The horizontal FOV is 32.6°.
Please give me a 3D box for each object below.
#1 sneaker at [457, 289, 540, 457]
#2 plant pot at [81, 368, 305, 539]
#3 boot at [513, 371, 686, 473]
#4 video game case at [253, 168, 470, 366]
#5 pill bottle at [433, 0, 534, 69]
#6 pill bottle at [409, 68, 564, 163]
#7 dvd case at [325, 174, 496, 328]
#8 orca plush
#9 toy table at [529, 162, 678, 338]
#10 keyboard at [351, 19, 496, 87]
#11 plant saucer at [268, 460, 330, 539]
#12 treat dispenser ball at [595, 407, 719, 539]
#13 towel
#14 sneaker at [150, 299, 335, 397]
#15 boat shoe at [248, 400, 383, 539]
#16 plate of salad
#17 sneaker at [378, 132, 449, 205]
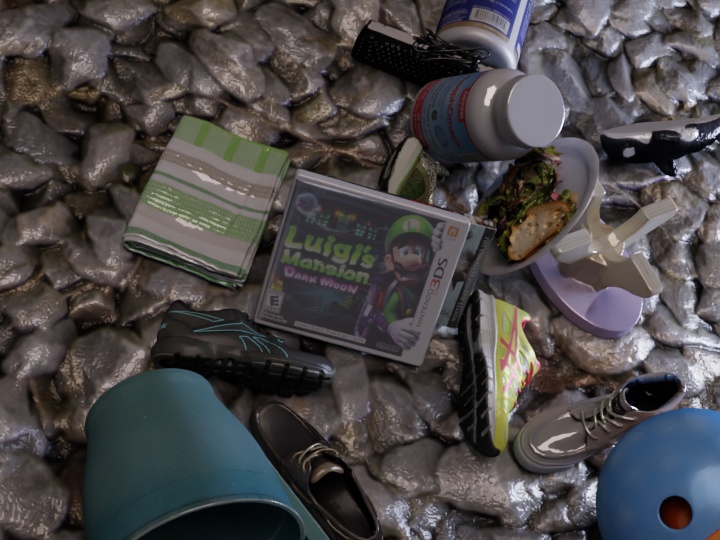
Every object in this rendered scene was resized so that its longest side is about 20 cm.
[{"bbox_3d":[0.163,0.116,1.387,0.090,0.078,0.201,14,59,-16],"label":"sneaker"},{"bbox_3d":[-0.178,0.206,1.177,0.199,0.201,0.188,-10,48,-21],"label":"plant pot"},{"bbox_3d":[0.269,0.161,1.377,0.199,0.096,0.074,-18,66,-25],"label":"boot"},{"bbox_3d":[0.000,0.000,1.359,0.199,0.183,0.023,15,20,-7],"label":"video game case"},{"bbox_3d":[0.167,-0.339,1.633,0.115,0.116,0.201,22,56,-3],"label":"pill bottle"},{"bbox_3d":[0.151,-0.184,1.475,0.108,0.200,0.109,-1,93,-28],"label":"pill bottle"},{"bbox_3d":[0.037,-0.018,1.392,0.199,0.146,0.022,15,32,-9],"label":"dvd case"},{"bbox_3d":[0.414,-0.164,1.648,0.199,0.071,0.105,-15,21,-28],"label":"orca plush"},{"bbox_3d":[0.283,-0.029,1.483,0.183,0.117,0.200,-31,73,-29],"label":"toy table"},{"bbox_3d":[0.087,-0.258,1.568,0.199,0.104,0.040,19,56,-3],"label":"keyboard"},{"bbox_3d":[-0.065,0.250,1.245,0.019,0.070,0.200,-36,74,-18],"label":"plant saucer"},{"bbox_3d":[0.347,0.245,1.287,0.200,0.201,0.202,7,58,-12],"label":"treat dispenser ball"},{"bbox_3d":[-0.175,-0.086,1.435,0.149,0.031,0.201,21,57,-4],"label":"towel"},{"bbox_3d":[-0.122,0.080,1.326,0.199,0.076,0.080,12,55,-9],"label":"sneaker"},{"bbox_3d":[-0.039,0.209,1.273,0.074,0.073,0.200,-33,74,-30],"label":"boat shoe"},{"bbox_3d":[0.192,-0.082,1.447,0.048,0.200,0.201,39,52,-27],"label":"plate of salad"},{"bbox_3d":[0.060,-0.072,1.474,0.088,0.077,0.201,26,58,-10],"label":"sneaker"}]
